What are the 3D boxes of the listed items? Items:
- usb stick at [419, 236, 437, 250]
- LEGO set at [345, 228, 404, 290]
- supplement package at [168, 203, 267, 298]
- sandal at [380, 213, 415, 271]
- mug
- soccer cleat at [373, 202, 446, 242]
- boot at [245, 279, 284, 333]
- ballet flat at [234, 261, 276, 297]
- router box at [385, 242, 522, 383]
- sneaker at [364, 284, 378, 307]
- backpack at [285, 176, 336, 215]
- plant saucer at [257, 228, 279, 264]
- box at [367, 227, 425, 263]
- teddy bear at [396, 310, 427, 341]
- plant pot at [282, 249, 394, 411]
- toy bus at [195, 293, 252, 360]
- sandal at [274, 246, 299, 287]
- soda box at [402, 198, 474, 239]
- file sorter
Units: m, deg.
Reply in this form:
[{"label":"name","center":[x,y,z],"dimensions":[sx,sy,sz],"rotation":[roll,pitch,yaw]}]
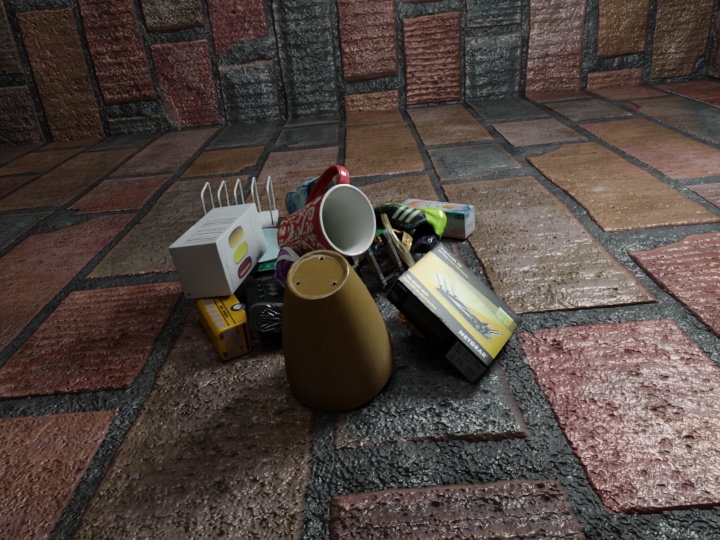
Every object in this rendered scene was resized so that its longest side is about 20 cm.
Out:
[{"label":"usb stick","center":[0.098,-0.083,1.426],"dimensions":[0.195,0.033,0.055],"rotation":[12,39,32]},{"label":"LEGO set","center":[0.000,0.000,1.220],"dimensions":[0.198,0.118,0.152],"rotation":[-35,16,-25]},{"label":"supplement package","center":[-0.283,-0.043,1.170],"dimensions":[0.106,0.117,0.201],"rotation":[-5,26,16]},{"label":"sandal","center":[0.097,-0.045,1.243],"dimensions":[0.053,0.082,0.202],"rotation":[-23,52,-9]},{"label":"mug","center":[-0.068,-0.097,1.161],"dimensions":[0.198,0.133,0.181],"rotation":[-15,40,53]},{"label":"soccer cleat","center":[0.101,-0.109,1.323],"dimensions":[0.194,0.068,0.083],"rotation":[3,57,25]},{"label":"boot","center":[-0.147,0.074,1.123],"dimensions":[0.160,0.068,0.200],"rotation":[15,5,-15]},{"label":"ballet flat","center":[-0.217,0.022,1.237],"dimensions":[0.193,0.069,0.071],"rotation":[-14,33,-14]},{"label":"router box","center":[0.160,0.064,0.965],"dimensions":[0.200,0.053,0.156],"rotation":[44,42,11]},{"label":"sneaker","center":[-0.033,0.048,1.076],"dimensions":[0.088,0.081,0.200],"rotation":[-44,46,-2]},{"label":"backpack","center":[-0.119,-0.167,1.509],"dimensions":[0.150,0.167,0.200],"rotation":[-23,20,-3]},{"label":"plant saucer","center":[-0.240,-0.043,1.349],"dimensions":[0.193,0.040,0.203],"rotation":[-4,27,2]},{"label":"box","center":[0.051,-0.077,1.380],"dimensions":[0.195,0.037,0.144],"rotation":[12,47,30]},{"label":"teddy bear","center":[0.136,0.071,1.073],"dimensions":[0.140,0.069,0.201],"rotation":[15,26,-1]},{"label":"plant pot","center":[-0.047,0.077,0.868],"dimensions":[0.179,0.204,0.190],"rotation":[-5,47,6]},{"label":"toy bus","center":[-0.263,0.091,1.105],"dimensions":[0.076,0.067,0.199],"rotation":[-19,29,-22]},{"label":"sandal","center":[-0.143,0.003,1.111],"dimensions":[0.048,0.086,0.202],"rotation":[-9,13,-22]},{"label":"soda box","center":[0.192,-0.134,1.464],"dimensions":[0.195,0.071,0.063],"rotation":[11,29,33]},{"label":"file sorter","center":[-0.338,-0.184,1.618],"dimensions":[0.192,0.129,0.140],"rotation":[-6,25,-3]}]
